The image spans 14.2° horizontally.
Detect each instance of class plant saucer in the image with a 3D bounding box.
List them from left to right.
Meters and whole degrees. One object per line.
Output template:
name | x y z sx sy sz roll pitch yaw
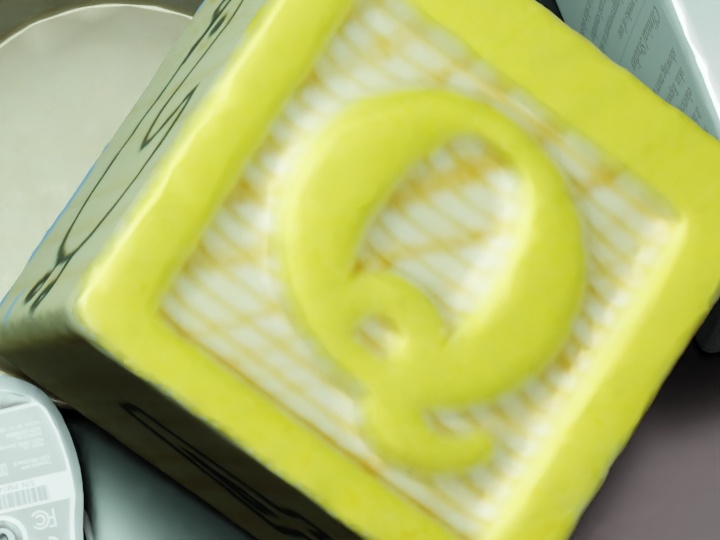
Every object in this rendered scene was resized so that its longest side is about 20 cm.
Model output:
plant saucer | -0.102 -0.037 1.198 0.199 0.029 0.201 1 74 -2

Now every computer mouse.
computer mouse | -0.129 0.141 1.142 0.109 0.044 0.201 -11 80 1

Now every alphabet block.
alphabet block | 0.000 0.000 1.074 0.196 0.200 0.196 34 77 -11

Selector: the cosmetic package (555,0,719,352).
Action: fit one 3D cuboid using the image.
cosmetic package | 0.184 -0.101 1.149 0.165 0.167 0.201 -19 76 -8
